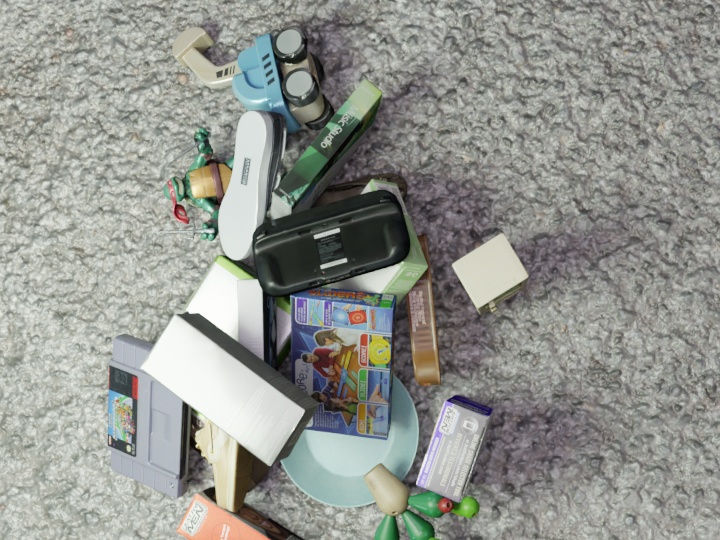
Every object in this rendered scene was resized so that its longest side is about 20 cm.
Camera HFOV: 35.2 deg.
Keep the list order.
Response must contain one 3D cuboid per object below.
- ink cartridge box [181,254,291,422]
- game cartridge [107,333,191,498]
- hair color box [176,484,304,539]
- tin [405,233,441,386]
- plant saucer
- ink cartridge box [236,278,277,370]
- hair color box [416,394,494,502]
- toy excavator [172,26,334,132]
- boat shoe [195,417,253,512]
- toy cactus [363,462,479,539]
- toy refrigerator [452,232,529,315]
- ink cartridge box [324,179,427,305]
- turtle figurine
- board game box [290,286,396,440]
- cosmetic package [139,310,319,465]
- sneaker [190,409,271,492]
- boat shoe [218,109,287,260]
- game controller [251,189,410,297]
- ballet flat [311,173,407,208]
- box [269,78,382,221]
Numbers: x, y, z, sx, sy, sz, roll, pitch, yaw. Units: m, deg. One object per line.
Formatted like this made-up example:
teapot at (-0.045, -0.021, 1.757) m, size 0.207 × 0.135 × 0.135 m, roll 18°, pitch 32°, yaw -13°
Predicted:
ink cartridge box at (-0.182, 0.102, 1.565) m, size 0.147 × 0.076 × 0.201 m, roll 34°, pitch 94°, yaw 8°
game cartridge at (-0.287, 0.197, 1.538) m, size 0.128 × 0.038 × 0.203 m, roll 14°, pitch 111°, yaw 24°
hair color box at (-0.139, 0.369, 1.524) m, size 0.198 × 0.101 × 0.062 m, roll 29°, pitch 90°, yaw 8°
tin at (0.082, 0.053, 1.513) m, size 0.041 × 0.112 × 0.204 m, roll -6°, pitch 84°, yaw 8°
plant saucer at (-0.017, 0.219, 1.551) m, size 0.197 × 0.039 × 0.205 m, roll -1°, pitch 85°, yaw 8°
ink cartridge box at (-0.132, 0.113, 1.469) m, size 0.039 × 0.099 × 0.204 m, roll 0°, pitch 89°, yaw 6°
hair color box at (0.124, 0.222, 1.450) m, size 0.064 × 0.200 × 0.111 m, roll 19°, pitch 88°, yaw 8°
toy excavator at (-0.155, -0.271, 1.576) m, size 0.197 × 0.100 × 0.197 m, roll -17°, pitch 70°, yaw 9°
boat shoe at (-0.183, 0.214, 1.494) m, size 0.068 × 0.074 × 0.204 m, roll 0°, pitch 89°, yaw 13°
toy cactus at (0.059, 0.331, 1.479) m, size 0.166 × 0.102 × 0.200 m, roll 51°, pitch 131°, yaw 5°
toy refrigerator at (0.170, 0.011, 1.461) m, size 0.075 × 0.200 × 0.071 m, roll -31°, pitch 83°, yaw 3°
ink cartridge box at (0.000, 0.000, 1.508) m, size 0.201 × 0.047 × 0.147 m, roll -52°, pitch 44°, yaw 37°
turtle figurine at (-0.201, -0.126, 1.571) m, size 0.197 × 0.101 × 0.152 m, roll -16°, pitch 102°, yaw -11°
board game box at (-0.024, 0.121, 1.472) m, size 0.133 × 0.035 × 0.203 m, roll 7°, pitch 118°, yaw 8°
cosmetic package at (-0.155, 0.139, 1.368) m, size 0.199 × 0.107 × 0.091 m, roll 33°, pitch 93°, yaw 9°
sneaker at (-0.202, 0.216, 1.572) m, size 0.200 × 0.071 × 0.075 m, roll 43°, pitch 68°, yaw 9°
boat shoe at (-0.137, -0.113, 1.515) m, size 0.071 × 0.067 × 0.203 m, roll 18°, pitch 105°, yaw 36°
game controller at (-0.038, -0.034, 1.419) m, size 0.197 × 0.042 × 0.106 m, roll -16°, pitch 70°, yaw 4°
ballet flat at (-0.030, -0.091, 1.572) m, size 0.197 × 0.046 × 0.068 m, roll -15°, pitch 83°, yaw 6°
box at (-0.048, -0.146, 1.506) m, size 0.036 × 0.144 × 0.201 m, roll 35°, pitch 76°, yaw 3°
